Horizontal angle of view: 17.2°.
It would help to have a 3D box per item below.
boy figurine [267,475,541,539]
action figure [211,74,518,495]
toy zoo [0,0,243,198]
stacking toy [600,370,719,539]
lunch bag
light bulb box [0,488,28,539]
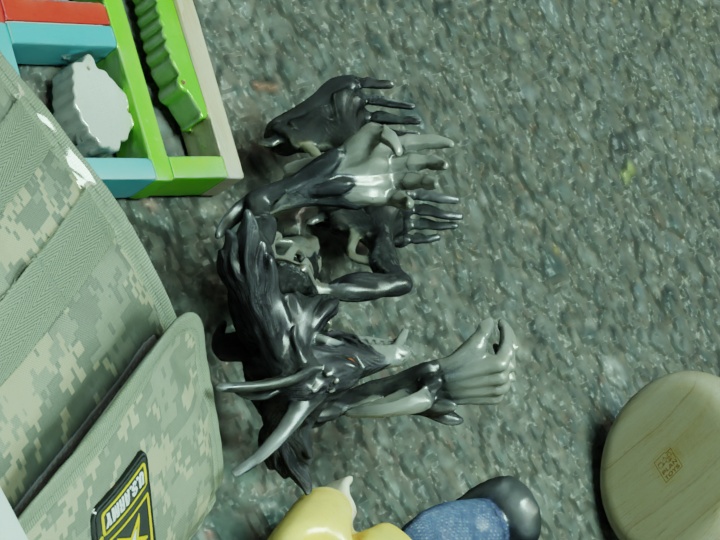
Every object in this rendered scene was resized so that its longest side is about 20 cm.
[{"bbox_3d":[0.000,0.140,0.872,0.200,0.064,0.125,-19,80,-47],"label":"boy figurine"},{"bbox_3d":[0.000,0.000,0.886,0.200,0.102,0.119,-77,154,-58],"label":"action figure"},{"bbox_3d":[-0.139,-0.089,0.894,0.199,0.020,0.132,-2,70,-45],"label":"toy zoo"},{"bbox_3d":[0.200,0.103,1.080,0.199,0.085,0.086,16,58,-43],"label":"stacking toy"},{"bbox_3d":[-0.131,0.051,0.758,0.200,0.117,0.164,55,38,-16],"label":"lunch bag"},{"bbox_3d":[-0.183,0.162,0.568,0.199,0.198,0.125,-11,62,-46],"label":"light bulb box"}]
